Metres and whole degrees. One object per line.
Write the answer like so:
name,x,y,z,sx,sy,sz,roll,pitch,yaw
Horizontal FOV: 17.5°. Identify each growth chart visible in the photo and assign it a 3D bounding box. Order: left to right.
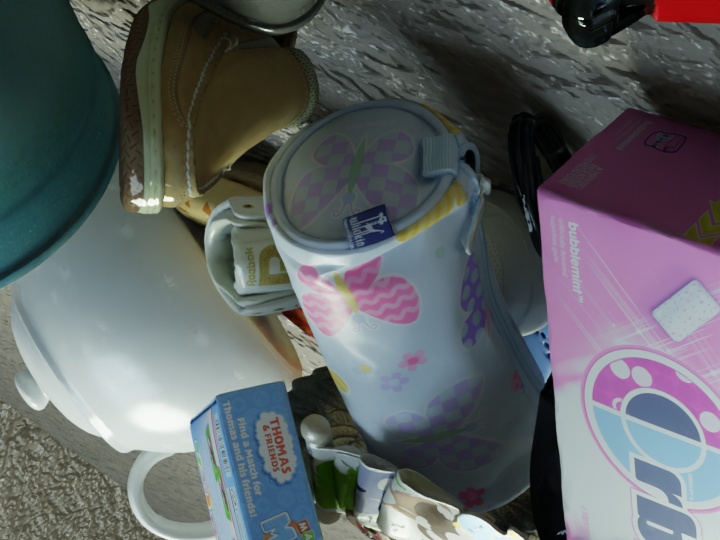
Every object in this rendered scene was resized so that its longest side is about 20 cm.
growth chart,0.052,0.129,1.010,0.199,0.018,0.145,33,162,21

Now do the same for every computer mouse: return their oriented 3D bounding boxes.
computer mouse,0.079,0.034,0.976,0.034,0.202,0.058,-3,-172,36

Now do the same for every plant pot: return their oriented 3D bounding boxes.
plant pot,-0.230,-0.113,1.099,0.199,0.200,0.189,25,151,28

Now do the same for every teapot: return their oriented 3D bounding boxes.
teapot,-0.135,0.037,1.372,0.201,0.146,0.197,57,-176,31

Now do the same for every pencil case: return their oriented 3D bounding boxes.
pencil case,0.025,0.019,0.997,0.201,0.090,0.083,69,-178,-46

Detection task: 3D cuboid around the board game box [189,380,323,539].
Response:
board game box,-0.043,0.135,1.108,0.200,0.036,0.152,142,114,-79

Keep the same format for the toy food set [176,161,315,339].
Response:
toy food set,-0.011,0.006,1.318,0.197,0.049,0.200,29,167,12

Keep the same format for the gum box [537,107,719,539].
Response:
gum box,0.137,0.051,0.888,0.113,0.066,0.201,20,134,34

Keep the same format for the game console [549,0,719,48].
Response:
game console,0.093,-0.142,0.589,0.173,0.118,0.200,61,174,15

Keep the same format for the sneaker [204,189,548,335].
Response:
sneaker,0.000,0.000,1.103,0.115,0.074,0.200,-9,-170,-29

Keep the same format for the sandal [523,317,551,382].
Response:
sandal,0.098,0.046,1.128,0.079,0.087,0.200,34,165,-1

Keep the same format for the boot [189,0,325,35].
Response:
boot,-0.064,-0.147,0.820,0.181,0.073,0.200,20,176,-8

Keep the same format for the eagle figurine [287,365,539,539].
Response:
eagle figurine,0.062,0.121,1.225,0.199,0.152,0.151,15,167,-28

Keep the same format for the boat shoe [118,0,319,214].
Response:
boat shoe,-0.054,-0.077,0.948,0.076,0.072,0.200,7,-154,-1
